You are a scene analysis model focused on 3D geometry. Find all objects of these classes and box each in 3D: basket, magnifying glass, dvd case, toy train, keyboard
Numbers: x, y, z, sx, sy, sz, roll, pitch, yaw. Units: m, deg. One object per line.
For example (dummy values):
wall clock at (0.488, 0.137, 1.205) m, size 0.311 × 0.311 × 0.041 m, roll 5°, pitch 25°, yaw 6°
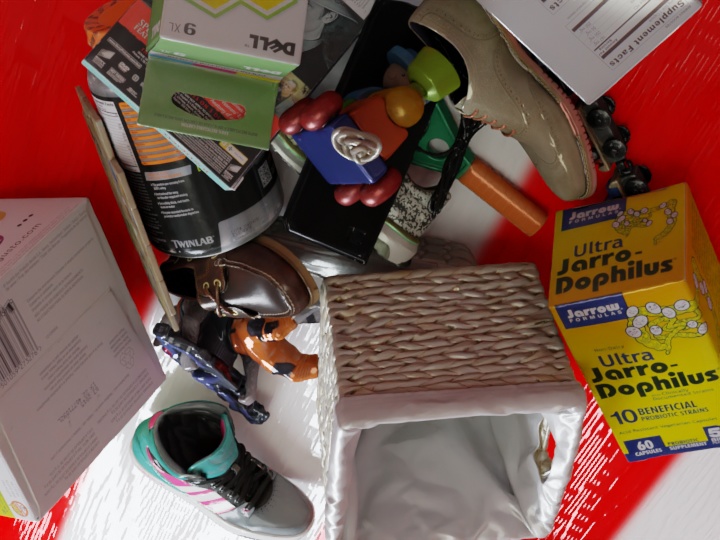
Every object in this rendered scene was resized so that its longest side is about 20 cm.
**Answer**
basket at (0.061, 0.115, 1.151) m, size 0.199 × 0.161 × 0.199 m, roll -5°, pitch 138°, yaw -9°
magnifying glass at (0.071, -0.098, 1.147) m, size 0.200 × 0.022 × 0.080 m, roll 39°, pitch 126°, yaw -9°
dvd case at (-0.090, -0.181, 1.050) m, size 0.146 × 0.200 × 0.022 m, roll 41°, pitch 168°, yaw -13°
toy train at (0.185, -0.104, 1.098) m, size 0.046 × 0.034 × 0.200 m, roll -19°, pitch 115°, yaw 30°
keyboard at (0.030, -0.101, 1.090) m, size 0.127 × 0.021 × 0.201 m, roll 23°, pitch 92°, yaw -15°
toy train at (0.024, -0.111, 0.976) m, size 0.116 × 0.200 × 0.085 m, roll -42°, pitch 102°, yaw -10°

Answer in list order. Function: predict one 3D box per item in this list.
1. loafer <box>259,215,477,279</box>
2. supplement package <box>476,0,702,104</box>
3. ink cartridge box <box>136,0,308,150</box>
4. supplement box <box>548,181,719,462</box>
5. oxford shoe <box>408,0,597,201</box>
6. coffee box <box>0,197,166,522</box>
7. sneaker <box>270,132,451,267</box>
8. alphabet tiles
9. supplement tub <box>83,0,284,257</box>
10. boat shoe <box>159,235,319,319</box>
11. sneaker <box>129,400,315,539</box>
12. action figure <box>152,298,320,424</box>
loafer at (0.000, 0.000, 1.201) m, size 0.199 × 0.070 × 0.070 m, roll 13°, pitch 117°, yaw 7°
supplement package at (0.132, -0.236, 0.976) m, size 0.200 × 0.114 × 0.109 m, roll 41°, pitch 123°, yaw -12°
ink cartridge box at (-0.094, -0.197, 1.006) m, size 0.103 × 0.059 × 0.201 m, roll 9°, pitch 85°, yaw -18°
supplement box at (0.236, 0.046, 1.113) m, size 0.108 × 0.110 × 0.200 m, roll -13°, pitch 131°, yaw 24°
oxford shoe at (0.106, -0.127, 1.062) m, size 0.200 × 0.074 × 0.071 m, roll 55°, pitch 160°, yaw -8°
coffee box at (-0.332, 0.071, 1.242) m, size 0.197 × 0.200 × 0.201 m, roll 2°, pitch 126°, yaw 34°
sneaker at (-0.005, -0.099, 1.131) m, size 0.089 × 0.077 × 0.200 m, roll -44°, pitch 98°, yaw 9°
alphabet tiles at (-0.196, -0.052, 1.180) m, size 0.006 × 0.166 × 0.201 m, roll -22°, pitch 119°, yaw -10°
supplement tub at (-0.144, -0.122, 1.129) m, size 0.122 × 0.123 × 0.201 m, roll -5°, pitch 121°, yaw 19°
boat shoe at (-0.107, 0.011, 1.174) m, size 0.200 × 0.070 × 0.071 m, roll 11°, pitch 132°, yaw 59°
sneaker at (-0.127, 0.189, 1.344) m, size 0.199 × 0.084 × 0.121 m, roll 26°, pitch 154°, yaw -1°
action figure at (-0.096, 0.069, 1.284) m, size 0.193 × 0.105 × 0.200 m, roll 6°, pitch 155°, yaw 19°
